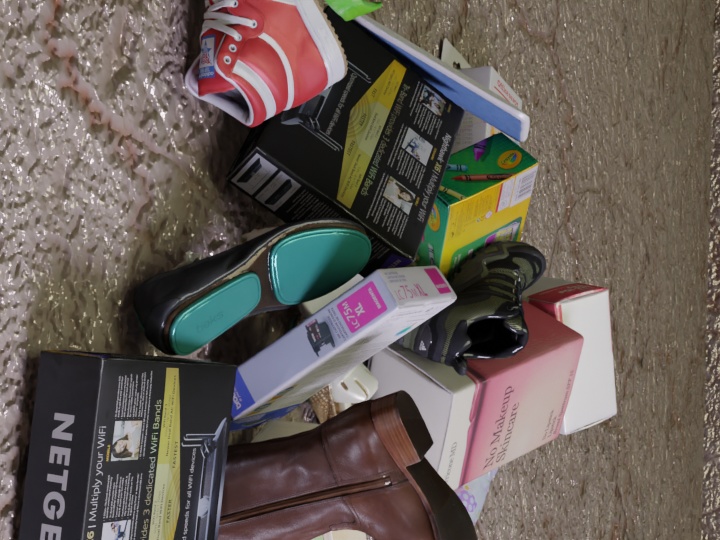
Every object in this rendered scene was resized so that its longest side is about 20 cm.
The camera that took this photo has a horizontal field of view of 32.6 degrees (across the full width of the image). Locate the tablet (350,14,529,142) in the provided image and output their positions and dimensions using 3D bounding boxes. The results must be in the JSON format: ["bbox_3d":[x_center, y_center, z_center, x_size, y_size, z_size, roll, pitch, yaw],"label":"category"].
[{"bbox_3d":[0.069,-0.182,1.137,0.014,0.200,0.130,-58,173,1],"label":"tablet"}]

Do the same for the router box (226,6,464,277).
[{"bbox_3d":[-0.006,-0.108,1.037,0.157,0.052,0.200,36,46,-15],"label":"router box"}]

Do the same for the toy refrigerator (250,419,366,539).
[{"bbox_3d":[-0.042,0.229,1.015,0.070,0.076,0.200,-49,137,-57],"label":"toy refrigerator"}]

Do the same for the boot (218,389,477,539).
[{"bbox_3d":[-0.023,0.199,0.912,0.064,0.200,0.187,-9,78,-67],"label":"boot"}]

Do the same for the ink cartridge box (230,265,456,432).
[{"bbox_3d":[-0.030,0.064,0.971,0.042,0.200,0.119,58,22,13],"label":"ink cartridge box"}]

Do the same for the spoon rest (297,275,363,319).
[{"bbox_3d":[0.000,0.000,1.113,0.200,0.099,0.061,-67,-177,-57],"label":"spoon rest"}]

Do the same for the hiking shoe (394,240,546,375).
[{"bbox_3d":[0.123,0.041,1.152,0.200,0.101,0.076,-30,145,-39],"label":"hiking shoe"}]

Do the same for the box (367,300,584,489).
[{"bbox_3d":[0.107,0.118,1.201,0.200,0.109,0.128,-18,128,-41],"label":"box"}]

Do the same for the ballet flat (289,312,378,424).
[{"bbox_3d":[-0.009,0.122,1.118,0.071,0.065,0.200,-53,134,-48],"label":"ballet flat"}]

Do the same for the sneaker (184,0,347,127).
[{"bbox_3d":[-0.104,-0.204,0.925,0.112,0.071,0.200,-38,102,-24],"label":"sneaker"}]

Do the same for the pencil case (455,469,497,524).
[{"bbox_3d":[0.083,0.254,1.285,0.200,0.083,0.091,-63,149,-44],"label":"pencil case"}]

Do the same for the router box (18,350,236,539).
[{"bbox_3d":[-0.153,0.156,0.814,0.157,0.052,0.201,14,81,-64],"label":"router box"}]

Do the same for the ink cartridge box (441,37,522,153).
[{"bbox_3d":[0.138,-0.162,1.434,0.115,0.068,0.201,28,63,-62],"label":"ink cartridge box"}]

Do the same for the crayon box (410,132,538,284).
[{"bbox_3d":[0.098,-0.025,1.210,0.119,0.058,0.200,-27,143,-31],"label":"crayon box"}]

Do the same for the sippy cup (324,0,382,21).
[{"bbox_3d":[-0.032,-0.307,1.028,0.130,0.139,0.178,-34,140,-73],"label":"sippy cup"}]

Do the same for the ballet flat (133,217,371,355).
[{"bbox_3d":[-0.083,0.000,0.913,0.200,0.073,0.073,-26,115,-36],"label":"ballet flat"}]

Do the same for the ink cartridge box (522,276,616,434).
[{"bbox_3d":[0.179,0.082,1.347,0.085,0.200,0.146,-14,105,-33],"label":"ink cartridge box"}]
